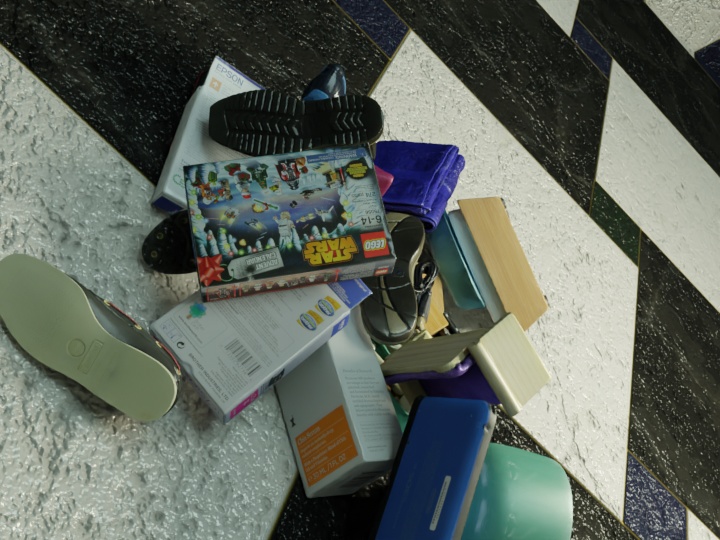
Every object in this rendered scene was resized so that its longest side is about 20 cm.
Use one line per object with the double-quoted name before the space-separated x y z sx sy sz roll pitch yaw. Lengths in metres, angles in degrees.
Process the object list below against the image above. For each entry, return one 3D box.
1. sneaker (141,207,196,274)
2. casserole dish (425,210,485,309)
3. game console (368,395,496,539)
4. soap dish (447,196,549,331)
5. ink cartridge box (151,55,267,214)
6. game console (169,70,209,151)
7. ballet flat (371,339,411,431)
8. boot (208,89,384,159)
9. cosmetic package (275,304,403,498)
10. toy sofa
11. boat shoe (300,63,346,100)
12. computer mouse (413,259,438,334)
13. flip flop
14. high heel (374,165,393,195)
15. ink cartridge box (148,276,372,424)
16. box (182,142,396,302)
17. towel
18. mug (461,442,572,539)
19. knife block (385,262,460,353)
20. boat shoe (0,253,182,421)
"sneaker" -0.145 -0.055 1.016 0.198 0.072 0.073 -32 96 -17
"casserole dish" 0.124 -0.023 1.307 0.201 0.038 0.122 -103 166 -57
"game console" 0.082 0.237 0.917 0.117 0.170 0.203 29 71 -28
"soap dish" 0.196 -0.010 1.329 0.157 0.080 0.203 0 66 -82
"ink cartridge box" -0.130 -0.119 1.114 0.198 0.040 0.203 31 57 -27
"game console" -0.137 -0.148 1.181 0.199 0.031 0.178 34 39 -24
"ballet flat" 0.039 0.131 1.104 0.201 0.070 0.067 50 29 -4
"boot" -0.072 -0.151 1.105 0.196 0.138 0.079 4 81 2
"cosmetic package" -0.031 0.127 1.004 0.071 0.101 0.202 7 54 -44
"toy sofa" 0.097 0.113 0.988 0.097 0.199 0.083 -36 97 -26
"boat shoe" -0.037 -0.208 1.219 0.083 0.200 0.069 30 82 -7
"computer mouse" 0.000 0.000 1.117 0.198 0.044 0.111 28 61 -20
"flip flop" 0.032 0.009 1.065 0.080 0.058 0.202 4 49 -3
"high heel" 0.004 -0.075 1.152 0.201 0.094 0.068 74 27 -62
"ink cartridge box" -0.097 0.046 0.949 0.199 0.042 0.119 -39 73 -20
"box" -0.074 -0.051 0.956 0.197 0.040 0.139 -9 67 -11
"towel" 0.059 -0.127 1.306 0.145 0.050 0.201 11 34 14
"mug" 0.144 0.282 1.024 0.113 0.152 0.187 18 50 -15
"knife block" 0.052 0.068 1.179 0.199 0.064 0.177 30 40 -29
"boat shoe" -0.248 0.061 0.855 0.201 0.074 0.063 39 0 -3
